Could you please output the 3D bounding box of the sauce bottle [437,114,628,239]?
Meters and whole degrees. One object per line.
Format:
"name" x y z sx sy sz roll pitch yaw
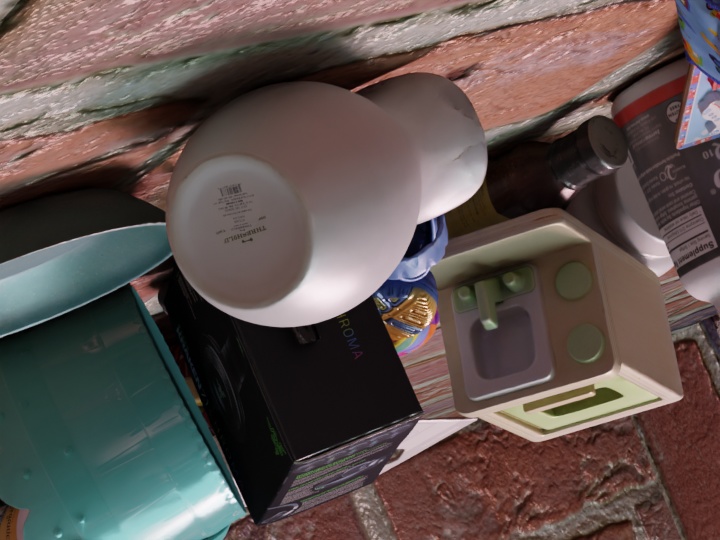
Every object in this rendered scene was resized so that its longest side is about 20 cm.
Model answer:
"sauce bottle" 0.109 -0.052 1.604 0.066 0.066 0.200 -14 169 -43

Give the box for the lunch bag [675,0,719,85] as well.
"lunch bag" 0.282 -0.173 1.253 0.199 0.094 0.151 -35 161 1

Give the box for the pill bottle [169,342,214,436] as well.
"pill bottle" -0.117 0.103 1.841 0.199 0.110 0.109 -27 171 30

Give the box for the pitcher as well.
"pitcher" -0.041 -0.035 1.174 0.171 0.122 0.200 -19 -174 26

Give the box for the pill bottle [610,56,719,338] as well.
"pill bottle" 0.263 -0.049 1.557 0.115 0.201 0.116 -22 172 -3

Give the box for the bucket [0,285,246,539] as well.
"bucket" -0.174 0.119 1.509 0.134 0.208 0.207 -27 172 -2

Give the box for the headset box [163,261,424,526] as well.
"headset box" -0.047 0.052 1.431 0.092 0.175 0.200 -20 167 -16

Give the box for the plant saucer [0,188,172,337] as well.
"plant saucer" -0.194 -0.001 1.234 0.199 0.036 0.200 -21 171 -3

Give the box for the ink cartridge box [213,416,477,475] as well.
"ink cartridge box" -0.035 0.138 1.764 0.175 0.045 0.200 -3 159 -39

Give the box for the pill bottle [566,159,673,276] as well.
"pill bottle" 0.191 -0.034 1.766 0.113 0.114 0.200 -17 171 -30

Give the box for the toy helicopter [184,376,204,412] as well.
"toy helicopter" -0.148 0.092 1.705 0.199 0.079 0.132 -9 165 27

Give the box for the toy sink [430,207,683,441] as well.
"toy sink" 0.136 0.048 1.629 0.130 0.113 0.200 -18 157 23

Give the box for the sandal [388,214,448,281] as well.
"sandal" 0.019 -0.031 1.434 0.079 0.088 0.200 -23 174 4

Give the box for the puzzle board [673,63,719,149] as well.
"puzzle board" 0.280 -0.145 1.410 0.150 0.017 0.200 -17 156 -7

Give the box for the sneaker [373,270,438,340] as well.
"sneaker" 0.000 0.000 1.567 0.075 0.089 0.200 28 163 -21

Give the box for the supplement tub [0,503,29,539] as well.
"supplement tub" -0.338 0.307 2.437 0.144 0.145 0.200 -13 168 -46

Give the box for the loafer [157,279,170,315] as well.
"loafer" -0.096 0.025 1.636 0.072 0.063 0.200 -54 172 6

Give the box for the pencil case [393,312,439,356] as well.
"pencil case" 0.008 0.029 1.793 0.088 0.089 0.200 -24 172 10
